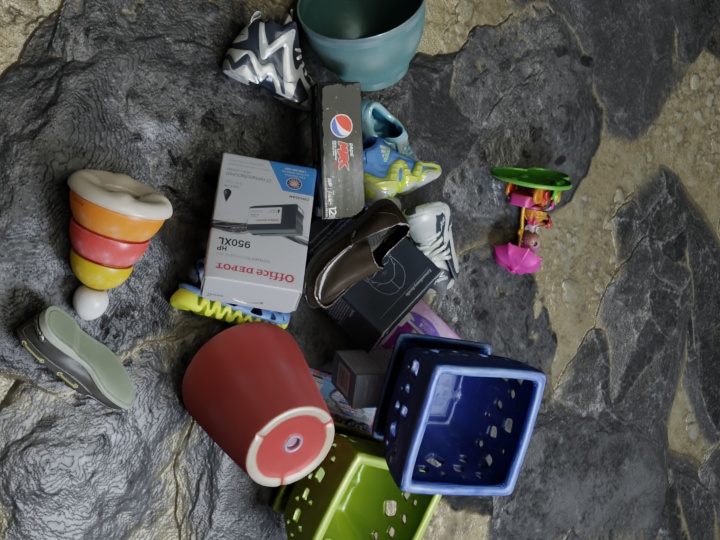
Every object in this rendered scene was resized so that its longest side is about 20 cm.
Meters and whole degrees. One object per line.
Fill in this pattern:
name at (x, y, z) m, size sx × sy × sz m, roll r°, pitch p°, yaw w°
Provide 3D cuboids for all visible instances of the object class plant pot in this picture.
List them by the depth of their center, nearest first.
plant pot at (-0.138, 0.203, 1.485) m, size 0.199 × 0.177 × 0.202 m, roll -18°, pitch 129°, yaw -24°
plant pot at (0.132, 0.205, 1.520) m, size 0.198 × 0.180 × 0.202 m, roll 8°, pitch 105°, yaw -26°
plant pot at (0.011, -0.367, 1.582) m, size 0.200 × 0.199 × 0.135 m, roll -43°, pitch 144°, yaw -24°
plant pot at (-0.015, 0.354, 1.611) m, size 0.198 × 0.181 × 0.202 m, roll 24°, pitch 97°, yaw -34°

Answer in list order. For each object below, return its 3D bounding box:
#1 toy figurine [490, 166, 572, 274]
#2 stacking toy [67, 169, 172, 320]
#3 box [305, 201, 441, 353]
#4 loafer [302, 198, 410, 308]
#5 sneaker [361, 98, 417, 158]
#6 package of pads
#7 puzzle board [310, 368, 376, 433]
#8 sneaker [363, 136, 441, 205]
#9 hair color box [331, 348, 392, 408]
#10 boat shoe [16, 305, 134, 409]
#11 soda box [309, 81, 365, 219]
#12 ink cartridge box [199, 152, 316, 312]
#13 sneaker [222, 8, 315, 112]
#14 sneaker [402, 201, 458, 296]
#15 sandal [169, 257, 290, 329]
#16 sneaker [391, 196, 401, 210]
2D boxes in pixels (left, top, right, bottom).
toy figurine at (0.308, -0.087, 1.876) m, size 0.199 × 0.149 × 0.186 m, roll -20°, pitch 122°, yaw -58°
stacking toy at (-0.354, -0.027, 1.397) m, size 0.145 × 0.146 × 0.202 m, roll 11°, pitch 107°, yaw -36°
box at (0.000, 0.000, 1.593) m, size 0.200 × 0.107 × 0.148 m, roll 44°, pitch 66°, yaw 6°
loafer at (-0.005, -0.021, 1.477) m, size 0.200 × 0.071 × 0.073 m, roll -48°, pitch 134°, yaw -8°
sneaker at (0.051, -0.204, 1.679) m, size 0.200 × 0.082 × 0.074 m, roll 42°, pitch 72°, yaw -32°
package of pads at (0.084, 0.118, 1.739) m, size 0.200 × 0.075 × 0.121 m, roll 44°, pitch 72°, yaw -30°
puzzle board at (-0.057, 0.251, 1.688) m, size 0.199 × 0.017 × 0.152 m, roll 23°, pitch 82°, yaw -36°
sneaker at (0.057, -0.174, 1.619) m, size 0.199 × 0.075 × 0.106 m, roll -26°, pitch 89°, yaw -56°
hair color box at (0.063, 0.172, 1.639) m, size 0.198 × 0.099 × 0.061 m, roll 0°, pitch 109°, yaw -23°
boat shoe at (-0.390, 0.129, 1.406) m, size 0.202 × 0.060 × 0.072 m, roll 55°, pitch 20°, yaw -36°
soda box at (-0.035, -0.178, 1.519) m, size 0.070 × 0.063 × 0.203 m, roll -3°, pitch 95°, yaw -15°
ink cartridge box at (-0.147, -0.054, 1.478) m, size 0.143 × 0.084 × 0.202 m, roll 9°, pitch 67°, yaw -9°
sneaker at (-0.104, -0.326, 1.552) m, size 0.198 × 0.079 × 0.131 m, roll 21°, pitch 91°, yaw -26°
sneaker at (0.121, -0.028, 1.670) m, size 0.079 × 0.199 × 0.131 m, roll -12°, pitch 74°, yaw 1°
sandal at (-0.187, 0.039, 1.536) m, size 0.199 × 0.079 × 0.088 m, roll 22°, pitch 78°, yaw -37°
sneaker at (0.021, -0.116, 1.678) m, size 0.088 × 0.074 × 0.202 m, roll -42°, pitch 124°, yaw -35°
